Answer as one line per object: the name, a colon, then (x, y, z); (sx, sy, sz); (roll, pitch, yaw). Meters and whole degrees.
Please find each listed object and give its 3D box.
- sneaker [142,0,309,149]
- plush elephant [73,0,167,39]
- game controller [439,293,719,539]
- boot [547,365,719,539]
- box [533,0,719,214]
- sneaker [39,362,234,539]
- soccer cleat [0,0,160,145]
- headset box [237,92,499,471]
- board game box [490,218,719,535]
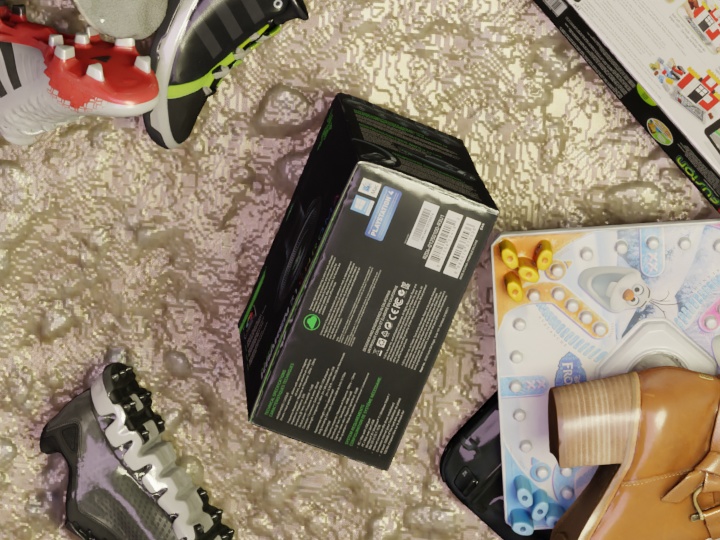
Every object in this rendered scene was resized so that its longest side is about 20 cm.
sneaker: (-0.076, -0.163, 1.574); (0.083, 0.072, 0.200); (21, 103, 4)
plush elephant: (-0.175, -0.233, 1.544); (0.155, 0.200, 0.165); (24, 96, -13)
game controller: (0.145, 0.093, 1.597); (0.104, 0.042, 0.200); (40, 105, -13)
boot: (0.196, 0.156, 1.533); (0.154, 0.074, 0.200); (-3, 112, -3)
box: (0.204, -0.135, 1.514); (0.110, 0.035, 0.200); (-41, 90, -21)
sneaker: (-0.146, 0.166, 1.649); (0.090, 0.066, 0.200); (-30, 89, 17)
soccer cleat: (-0.196, -0.115, 1.577); (0.200, 0.069, 0.085); (22, 118, 40)
headset box: (0.000, 0.000, 1.527); (0.093, 0.200, 0.174); (21, 104, -10)
board game box: (0.186, 0.069, 1.553); (0.200, 0.026, 0.200); (-3, 109, 2)
